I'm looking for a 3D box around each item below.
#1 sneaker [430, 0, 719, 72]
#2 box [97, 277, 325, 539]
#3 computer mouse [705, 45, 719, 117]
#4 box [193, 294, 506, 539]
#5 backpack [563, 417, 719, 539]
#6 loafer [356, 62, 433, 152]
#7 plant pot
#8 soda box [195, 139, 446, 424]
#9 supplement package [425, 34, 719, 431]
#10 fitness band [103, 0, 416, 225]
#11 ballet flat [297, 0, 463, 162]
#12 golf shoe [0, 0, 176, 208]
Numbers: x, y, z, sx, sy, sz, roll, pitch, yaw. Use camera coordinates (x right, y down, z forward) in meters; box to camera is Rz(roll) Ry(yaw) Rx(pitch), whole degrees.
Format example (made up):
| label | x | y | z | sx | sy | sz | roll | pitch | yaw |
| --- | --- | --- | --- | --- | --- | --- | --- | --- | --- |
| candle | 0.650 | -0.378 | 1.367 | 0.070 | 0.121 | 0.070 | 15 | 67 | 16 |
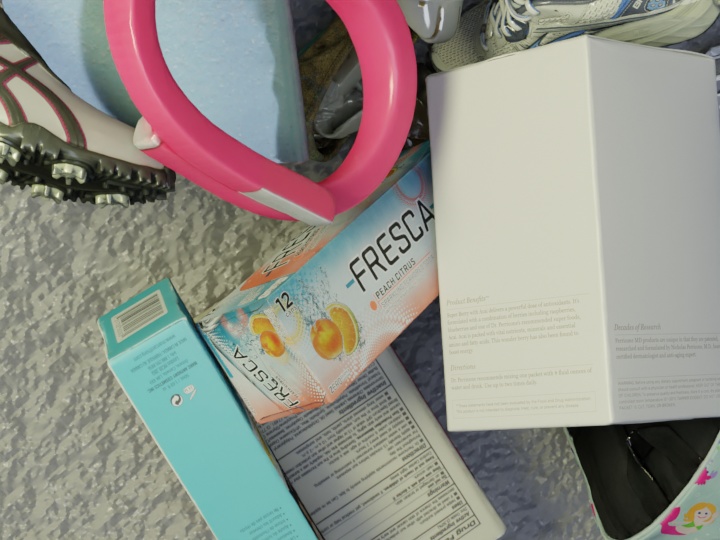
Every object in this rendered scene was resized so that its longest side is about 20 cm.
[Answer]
| label | x | y | z | sx | sy | sz | roll | pitch | yaw |
| --- | --- | --- | --- | --- | --- | --- | --- | --- | --- |
| sneaker | 0.110 | -0.162 | 0.986 | 0.085 | 0.199 | 0.078 | 23 | 60 | -42 |
| box | -0.074 | 0.108 | 0.942 | 0.049 | 0.082 | 0.201 | -30 | 110 | -4 |
| computer mouse | 0.245 | -0.111 | 1.099 | 0.109 | 0.044 | 0.201 | 5 | 102 | -8 |
| box | -0.020 | 0.104 | 1.054 | 0.128 | 0.109 | 0.201 | -33 | 110 | -3 |
| backpack | 0.213 | 0.086 | 1.045 | 0.150 | 0.200 | 0.178 | 23 | 120 | -15 |
| loafer | 0.066 | -0.035 | 1.067 | 0.071 | 0.073 | 0.200 | -34 | 103 | 5 |
| plant pot | -0.140 | -0.162 | 0.918 | 0.195 | 0.196 | 0.201 | -3 | 100 | -13 |
| soda box | 0.000 | 0.000 | 0.941 | 0.200 | 0.063 | 0.069 | -43 | 106 | -44 |
| supplement package | 0.123 | -0.016 | 0.931 | 0.119 | 0.121 | 0.201 | 1 | 84 | -43 |
| fitness band | -0.046 | -0.105 | 0.824 | 0.200 | 0.037 | 0.144 | 29 | 66 | -43 |
| ballet flat | 0.019 | -0.142 | 0.991 | 0.071 | 0.071 | 0.200 | 33 | 118 | -19 |
| golf shoe | -0.172 | -0.090 | 0.787 | 0.199 | 0.077 | 0.089 | 21 | 74 | -19 |
